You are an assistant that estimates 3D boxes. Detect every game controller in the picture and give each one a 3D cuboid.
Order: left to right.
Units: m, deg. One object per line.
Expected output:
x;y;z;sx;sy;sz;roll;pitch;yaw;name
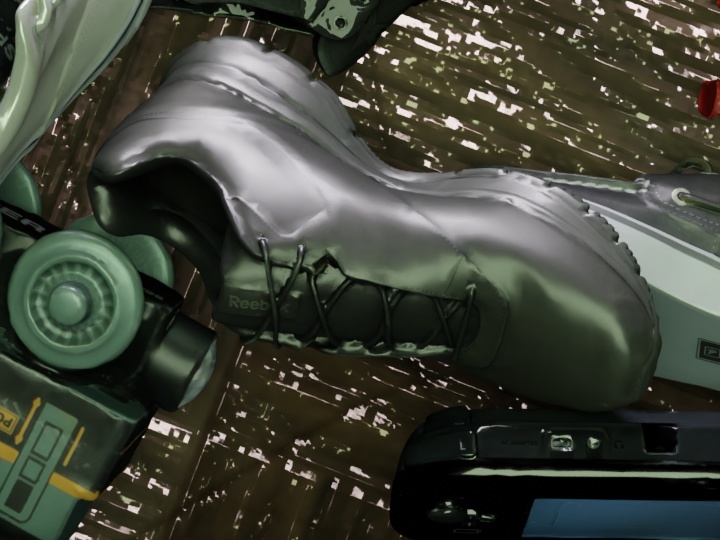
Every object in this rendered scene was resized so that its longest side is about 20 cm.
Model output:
0.109;0.075;0.833;0.199;0.104;0.042;1;64;0;game controller

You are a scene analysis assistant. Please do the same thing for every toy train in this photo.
-0.150;0.012;0.847;0.199;0.085;0.114;28;99;0;toy train

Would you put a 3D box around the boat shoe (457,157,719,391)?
0.122;-0.004;0.856;0.199;0.070;0.066;17;59;12;boat shoe

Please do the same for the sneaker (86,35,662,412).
0.000;0.000;0.810;0.199;0.091;0.076;25;130;19;sneaker

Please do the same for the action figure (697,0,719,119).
0.222;-0.061;0.842;0.199;0.099;0.066;10;90;-3;action figure

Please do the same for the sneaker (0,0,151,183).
-0.110;-0.079;0.788;0.073;0.071;0.201;28;66;-7;sneaker

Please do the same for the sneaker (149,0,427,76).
0.011;-0.109;0.860;0.199;0.060;0.105;19;88;5;sneaker
